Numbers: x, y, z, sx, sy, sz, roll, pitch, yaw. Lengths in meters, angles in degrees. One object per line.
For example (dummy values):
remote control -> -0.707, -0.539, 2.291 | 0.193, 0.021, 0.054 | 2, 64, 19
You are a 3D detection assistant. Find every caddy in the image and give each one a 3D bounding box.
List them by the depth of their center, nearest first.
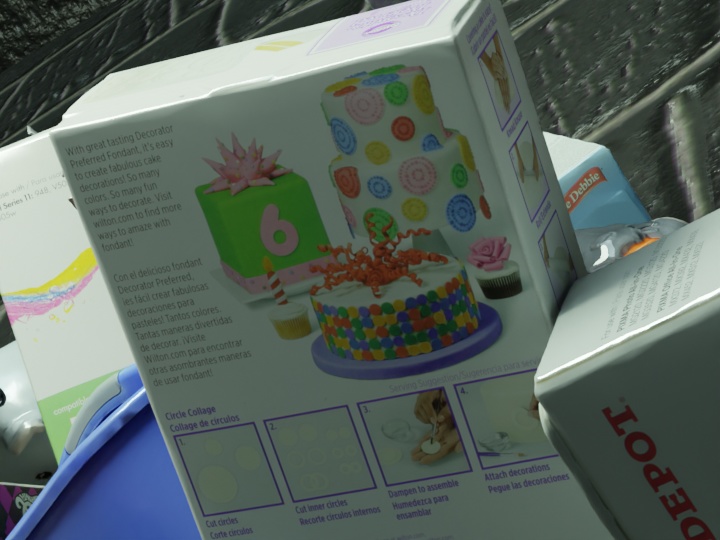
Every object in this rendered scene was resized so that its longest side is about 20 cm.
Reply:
caddy -> -0.079, 0.092, 1.145 | 0.141, 0.105, 0.200 | -32, -14, -48

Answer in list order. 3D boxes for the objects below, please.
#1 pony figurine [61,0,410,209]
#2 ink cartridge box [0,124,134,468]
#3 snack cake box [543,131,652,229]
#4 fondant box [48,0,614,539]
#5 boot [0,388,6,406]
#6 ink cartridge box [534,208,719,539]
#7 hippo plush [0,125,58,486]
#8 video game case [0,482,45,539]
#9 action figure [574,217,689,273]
pony figurine -> 0.000, 0.000, 1.042 | 0.166, 0.201, 0.193 | -26, -28, 3
ink cartridge box -> -0.129, 0.007, 1.302 | 0.067, 0.201, 0.117 | -21, -16, 0
snack cake box -> 0.038, 0.018, 1.334 | 0.200, 0.067, 0.115 | -37, 17, -9
fondant box -> 0.002, 0.021, 0.907 | 0.144, 0.201, 0.058 | -11, 21, 23
boot -> -0.210, 0.053, 1.293 | 0.097, 0.075, 0.200 | -46, 4, -30
ink cartridge box -> 0.174, 0.034, 0.832 | 0.199, 0.146, 0.083 | -27, 17, 24
hippo plush -> -0.128, 0.043, 1.407 | 0.159, 0.200, 0.161 | -30, 24, 52
video game case -> -0.252, 0.134, 1.277 | 0.199, 0.036, 0.181 | -18, -15, 26
action figure -> 0.071, 0.032, 1.135 | 0.193, 0.105, 0.200 | -3, 38, 49
